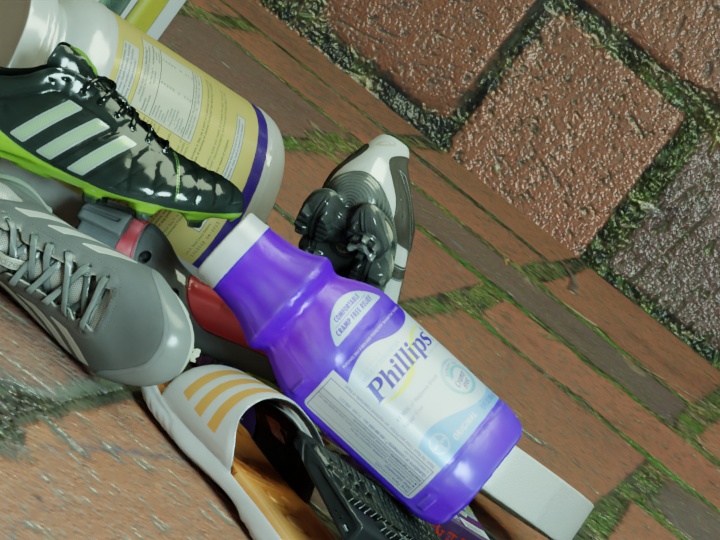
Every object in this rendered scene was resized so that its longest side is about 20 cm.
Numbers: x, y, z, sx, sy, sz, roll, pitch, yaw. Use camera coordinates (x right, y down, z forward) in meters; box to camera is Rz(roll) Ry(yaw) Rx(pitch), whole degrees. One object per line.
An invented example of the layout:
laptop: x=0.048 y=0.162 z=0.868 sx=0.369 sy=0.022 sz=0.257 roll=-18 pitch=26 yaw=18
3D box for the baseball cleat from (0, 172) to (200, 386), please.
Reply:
baseball cleat: x=-0.181 y=0.002 z=1.477 sx=0.200 sy=0.070 sz=0.106 roll=32 pitch=10 yaw=37

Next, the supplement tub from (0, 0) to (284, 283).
supplement tub: x=-0.163 y=-0.081 z=1.664 sx=0.200 sy=0.145 sz=0.145 roll=33 pitch=10 yaw=-29

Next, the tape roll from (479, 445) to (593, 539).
tape roll: x=0.063 y=0.114 z=1.772 sx=0.203 sy=0.037 sz=0.203 roll=34 pitch=-3 yaw=2

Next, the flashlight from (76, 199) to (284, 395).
flashlight: x=-0.079 y=0.021 z=1.574 sx=0.200 sy=0.068 sz=0.068 roll=21 pitch=-22 yaw=7

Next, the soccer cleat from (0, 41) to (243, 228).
soccer cleat: x=-0.156 y=-0.083 z=1.543 sx=0.200 sy=0.081 sz=0.068 roll=20 pitch=4 yaw=-9

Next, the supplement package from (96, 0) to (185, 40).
supplement package: x=-0.230 y=-0.195 z=1.797 sx=0.151 sy=0.200 sz=0.152 roll=41 pitch=10 yaw=22

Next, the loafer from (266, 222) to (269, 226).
loafer: x=-0.094 y=-0.006 z=1.809 sx=0.200 sy=0.072 sz=0.063 roll=47 pitch=17 yaw=33

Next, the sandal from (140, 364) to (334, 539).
sandal: x=-0.046 y=0.103 z=1.468 sx=0.079 sy=0.059 sz=0.207 roll=28 pitch=13 yaw=-46

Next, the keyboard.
keyboard: x=0.028 y=0.160 z=1.470 sx=0.127 sy=0.021 sz=0.200 roll=62 pitch=10 yaw=26

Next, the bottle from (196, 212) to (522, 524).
bottle: x=-0.004 y=0.051 z=1.501 sx=0.200 sy=0.065 sz=0.084 roll=43 pitch=47 yaw=0

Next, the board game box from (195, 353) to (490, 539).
board game box: x=-0.013 y=0.109 z=1.666 sx=0.200 sy=0.032 sz=0.120 roll=34 pitch=13 yaw=-22

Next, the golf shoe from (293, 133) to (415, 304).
golf shoe: x=0.000 y=0.000 z=1.622 sx=0.078 sy=0.095 sz=0.200 roll=25 pitch=-36 yaw=6
